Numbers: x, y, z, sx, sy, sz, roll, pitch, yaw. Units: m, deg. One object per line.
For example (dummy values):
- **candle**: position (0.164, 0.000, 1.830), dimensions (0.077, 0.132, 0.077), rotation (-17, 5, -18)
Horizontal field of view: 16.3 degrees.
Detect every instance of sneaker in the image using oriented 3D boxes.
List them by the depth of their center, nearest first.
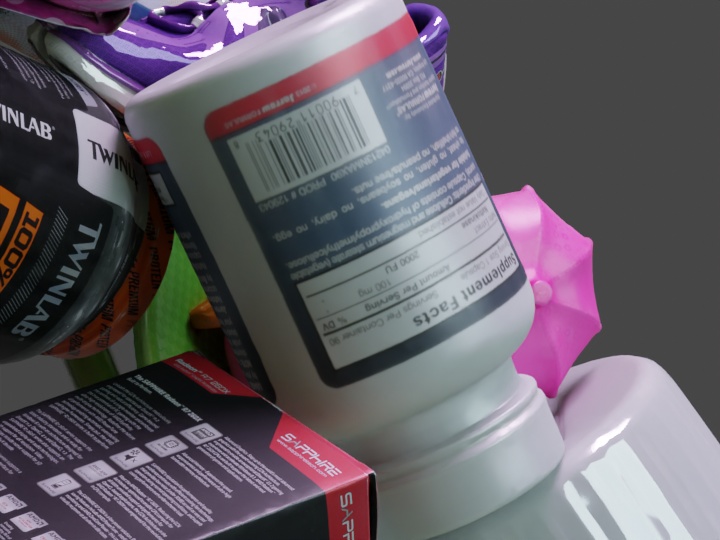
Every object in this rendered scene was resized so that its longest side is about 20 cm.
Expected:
- **sneaker**: position (-0.050, -0.101, 1.085), dimensions (0.199, 0.081, 0.084), rotation (3, 110, -34)

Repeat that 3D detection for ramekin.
- **ramekin**: position (0.074, 0.121, 1.080), dimensions (0.098, 0.200, 0.200), rotation (59, 33, -8)

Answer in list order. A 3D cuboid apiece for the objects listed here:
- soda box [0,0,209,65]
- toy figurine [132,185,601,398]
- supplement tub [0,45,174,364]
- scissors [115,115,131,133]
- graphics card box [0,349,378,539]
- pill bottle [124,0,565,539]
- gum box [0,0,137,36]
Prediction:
- **soda box**: position (-0.108, -0.124, 1.134), dimensions (0.200, 0.068, 0.064), rotation (28, 49, -35)
- **toy figurine**: position (0.024, 0.016, 1.133), dimensions (0.200, 0.184, 0.151), rotation (-39, 115, -63)
- **supplement tub**: position (-0.172, -0.035, 0.958), dimensions (0.200, 0.122, 0.123), rotation (22, 54, -48)
- **scissors**: position (-0.096, -0.063, 1.092), dimensions (0.073, 0.199, 0.014), rotation (-64, 169, -72)
- **graphics card box**: position (-0.109, 0.098, 0.898), dimensions (0.200, 0.125, 0.051), rotation (-18, 121, -32)
- **pill bottle**: position (0.000, 0.000, 0.991), dimensions (0.120, 0.119, 0.200), rotation (-38, 106, -57)
- **gum box**: position (-0.169, -0.177, 1.010), dimensions (0.199, 0.066, 0.114), rotation (15, 50, -10)
